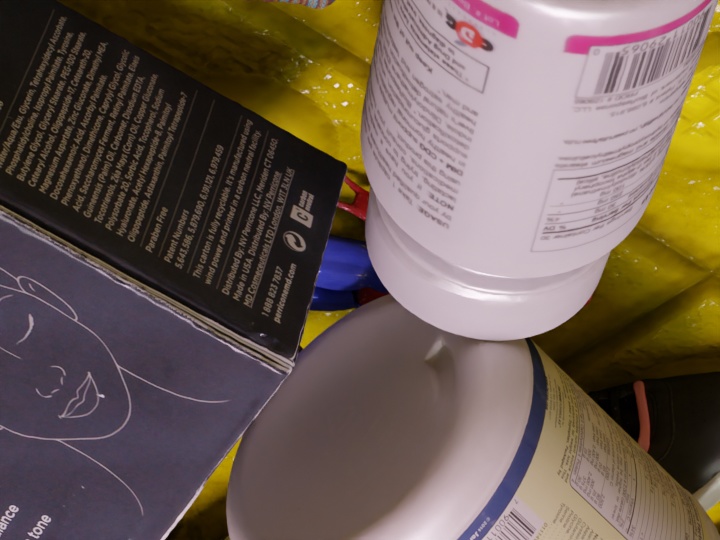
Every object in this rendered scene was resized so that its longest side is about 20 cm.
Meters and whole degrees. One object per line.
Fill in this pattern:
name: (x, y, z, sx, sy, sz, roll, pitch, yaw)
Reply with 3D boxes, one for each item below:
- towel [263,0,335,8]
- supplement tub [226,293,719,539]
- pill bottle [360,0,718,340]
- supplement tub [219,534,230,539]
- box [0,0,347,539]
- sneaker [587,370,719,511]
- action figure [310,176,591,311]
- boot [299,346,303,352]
towel: (-0.068, -0.164, 1.014, 0.146, 0.022, 0.201, 4, 143, -3)
supplement tub: (0.058, 0.116, 1.185, 0.144, 0.146, 0.200, -25, 129, 30)
pill bottle: (0.060, -0.070, 1.058, 0.113, 0.114, 0.201, 5, 143, -6)
supplement tub: (-0.053, 0.190, 1.399, 0.122, 0.123, 0.200, 28, 136, -31)
box: (-0.142, 0.011, 1.096, 0.196, 0.124, 0.200, 28, 130, -13)
sneaker: (0.080, 0.074, 1.285, 0.199, 0.071, 0.099, -22, 133, 24)
action figure: (0.000, 0.000, 1.207, 0.199, 0.052, 0.066, 6, 148, -12)
boot: (-0.139, 0.047, 1.261, 0.199, 0.071, 0.146, 22, 141, -18)
